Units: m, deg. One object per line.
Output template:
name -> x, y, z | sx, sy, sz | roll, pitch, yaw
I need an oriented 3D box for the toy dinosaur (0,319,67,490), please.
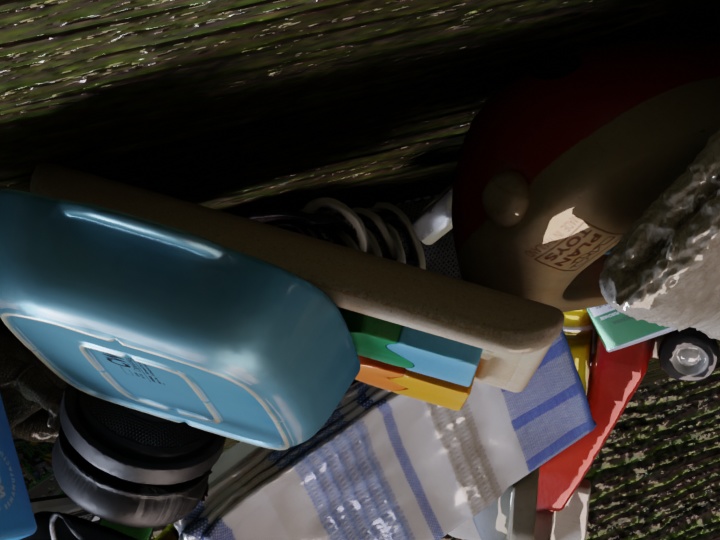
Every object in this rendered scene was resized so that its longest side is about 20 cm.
toy dinosaur -> -0.154, 0.047, 1.089 | 0.200, 0.102, 0.077 | -20, 142, -58

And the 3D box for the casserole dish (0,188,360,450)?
casserole dish -> -0.065, 0.022, 0.871 | 0.121, 0.039, 0.200 | 16, 168, 8

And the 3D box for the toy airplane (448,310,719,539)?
toy airplane -> 0.087, 0.066, 1.354 | 0.141, 0.200, 0.200 | 23, 166, -8

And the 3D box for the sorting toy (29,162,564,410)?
sorting toy -> -0.024, 0.012, 0.938 | 0.185, 0.037, 0.200 | 16, 175, 2

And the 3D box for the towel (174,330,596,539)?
towel -> 0.016, 0.093, 1.156 | 0.200, 0.024, 0.147 | -35, 145, -8

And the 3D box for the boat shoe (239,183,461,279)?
boat shoe -> 0.000, 0.000, 1.109 | 0.200, 0.075, 0.093 | -24, 161, -15

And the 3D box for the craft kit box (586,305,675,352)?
craft kit box -> 0.218, -0.046, 1.130 | 0.200, 0.049, 0.197 | -22, -169, 38

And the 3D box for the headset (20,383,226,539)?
headset -> -0.085, 0.101, 1.007 | 0.094, 0.124, 0.200 | 20, -170, 3

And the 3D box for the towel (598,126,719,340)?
towel -> 0.172, -0.054, 0.889 | 0.200, 0.034, 0.132 | -47, 155, 15

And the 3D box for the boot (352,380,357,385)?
boot -> 0.049, 0.009, 1.271 | 0.153, 0.074, 0.204 | -21, -179, -14

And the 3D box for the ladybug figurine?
ladybug figurine -> 0.100, -0.040, 0.959 | 0.136, 0.072, 0.200 | -37, 163, 28

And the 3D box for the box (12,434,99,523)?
box -> -0.203, 0.086, 1.103 | 0.200, 0.110, 0.035 | -11, 145, -49

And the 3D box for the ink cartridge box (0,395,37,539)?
ink cartridge box -> -0.208, 0.056, 0.883 | 0.067, 0.116, 0.200 | -21, 172, 29

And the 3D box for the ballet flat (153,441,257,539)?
ballet flat -> -0.071, 0.129, 1.191 | 0.200, 0.067, 0.067 | -48, 149, 16

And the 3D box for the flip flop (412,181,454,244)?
flip flop -> 0.119, -0.041, 1.099 | 0.200, 0.058, 0.081 | -14, 172, -21
